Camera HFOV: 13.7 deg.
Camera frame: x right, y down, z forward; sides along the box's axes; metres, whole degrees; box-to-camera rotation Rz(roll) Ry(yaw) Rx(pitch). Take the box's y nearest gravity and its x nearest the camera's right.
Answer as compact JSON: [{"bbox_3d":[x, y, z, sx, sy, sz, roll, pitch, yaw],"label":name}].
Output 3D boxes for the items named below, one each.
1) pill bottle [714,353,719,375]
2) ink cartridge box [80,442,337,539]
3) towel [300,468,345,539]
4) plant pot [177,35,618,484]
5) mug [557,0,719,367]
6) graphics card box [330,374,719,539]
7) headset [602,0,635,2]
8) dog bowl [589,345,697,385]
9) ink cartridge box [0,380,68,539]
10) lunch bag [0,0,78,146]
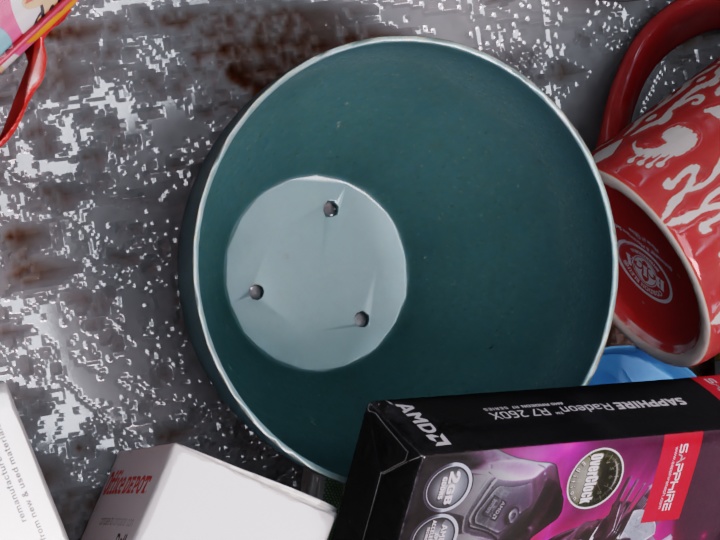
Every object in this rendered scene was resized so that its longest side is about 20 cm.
[{"bbox_3d":[0.232,0.109,1.467,0.111,0.112,0.201,-3,89,-20],"label":"pill bottle"},{"bbox_3d":[-0.098,0.181,1.326,0.084,0.146,0.201,25,79,-12],"label":"ink cartridge box"},{"bbox_3d":[0.053,0.170,1.448,0.199,0.031,0.150,13,85,-21],"label":"towel"},{"bbox_3d":[0.000,0.000,1.375,0.199,0.135,0.201,1,87,-20],"label":"plant pot"},{"bbox_3d":[0.190,-0.052,1.430,0.200,0.177,0.134,-34,109,-22],"label":"mug"},{"bbox_3d":[0.081,0.114,1.319,0.199,0.051,0.126,-1,119,-33],"label":"graphics card box"},{"bbox_3d":[0.154,-0.220,1.486,0.200,0.094,0.124,-37,104,-2],"label":"headset"},{"bbox_3d":[0.119,0.136,1.433,0.111,0.050,0.201,-4,92,-22],"label":"dog bowl"},{"bbox_3d":[-0.241,0.122,1.278,0.199,0.144,0.084,-23,96,-18],"label":"ink cartridge box"},{"bbox_3d":[-0.210,-0.128,1.332,0.200,0.082,0.176,-42,102,-17],"label":"lunch bag"}]
